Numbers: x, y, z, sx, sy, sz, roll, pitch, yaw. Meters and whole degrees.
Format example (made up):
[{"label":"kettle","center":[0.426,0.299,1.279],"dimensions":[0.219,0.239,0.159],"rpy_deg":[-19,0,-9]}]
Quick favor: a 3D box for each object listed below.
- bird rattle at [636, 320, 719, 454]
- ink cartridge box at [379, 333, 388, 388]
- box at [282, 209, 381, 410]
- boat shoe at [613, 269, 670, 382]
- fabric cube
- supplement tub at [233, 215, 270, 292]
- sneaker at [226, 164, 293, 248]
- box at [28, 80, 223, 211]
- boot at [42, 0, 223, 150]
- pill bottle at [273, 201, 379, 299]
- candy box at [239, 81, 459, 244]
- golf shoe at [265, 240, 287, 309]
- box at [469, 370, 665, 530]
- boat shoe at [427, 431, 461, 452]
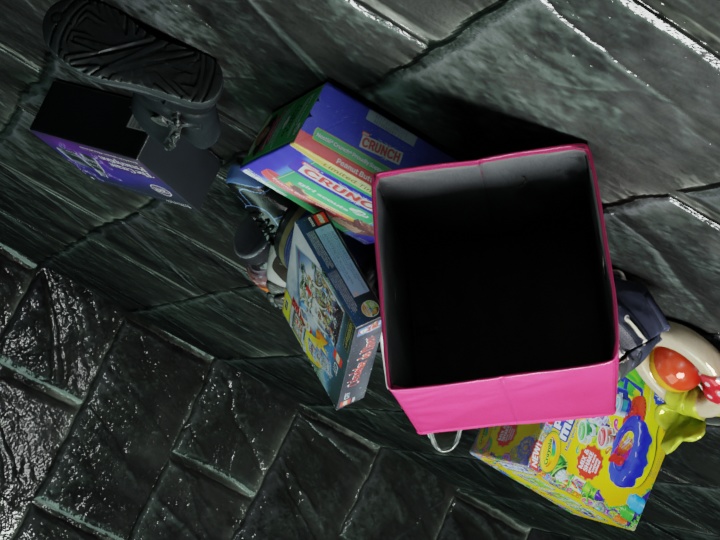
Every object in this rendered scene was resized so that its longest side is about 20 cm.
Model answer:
[{"label":"bird rattle","center":[0.367,0.124,1.588],"dimensions":[0.163,0.113,0.200],"rpy_deg":[42,164,1]},{"label":"ink cartridge box","center":[0.116,0.054,1.468],"dimensions":[0.198,0.045,0.178],"rpy_deg":[6,128,18]},{"label":"box","center":[-0.032,0.046,1.545],"dimensions":[0.137,0.037,0.201],"rpy_deg":[59,159,22]},{"label":"boat shoe","center":[0.233,0.022,1.499],"dimensions":[0.201,0.092,0.075],"rpy_deg":[54,155,19]},{"label":"fabric cube","center":[0.125,0.025,1.288],"dimensions":[0.198,0.199,0.200],"rpy_deg":[-7,161,8]},{"label":"supplement tub","center":[-0.082,-0.003,1.932],"dimensions":[0.106,0.108,0.200],"rpy_deg":[13,161,45]},{"label":"sneaker","center":[-0.095,-0.056,1.807],"dimensions":[0.199,0.079,0.070],"rpy_deg":[32,166,-28]},{"label":"box","center":[-0.294,-0.157,1.806],"dimensions":[0.199,0.080,0.141],"rpy_deg":[17,167,35]},{"label":"boot","center":[-0.238,-0.198,1.521],"dimensions":[0.198,0.077,0.168],"rpy_deg":[21,164,-4]},{"label":"pill bottle","center":[0.000,0.000,1.642],"dimensions":[0.200,0.112,0.112],"rpy_deg":[41,177,33]},{"label":"candy box","center":[-0.012,-0.103,1.458],"dimensions":[0.168,0.078,0.200],"rpy_deg":[30,165,-16]},{"label":"golf shoe","center":[-0.026,-0.013,1.779],"dimensions":[0.198,0.096,0.077],"rpy_deg":[-14,-167,-32]},{"label":"box","center":[0.269,0.177,1.746],"dimensions":[0.192,0.202,0.122],"rpy_deg":[31,166,-28]},{"label":"boat shoe","center":[0.096,0.113,1.586],"dimensions":[0.071,0.071,0.202],"rpy_deg":[-10,125,-3]}]
